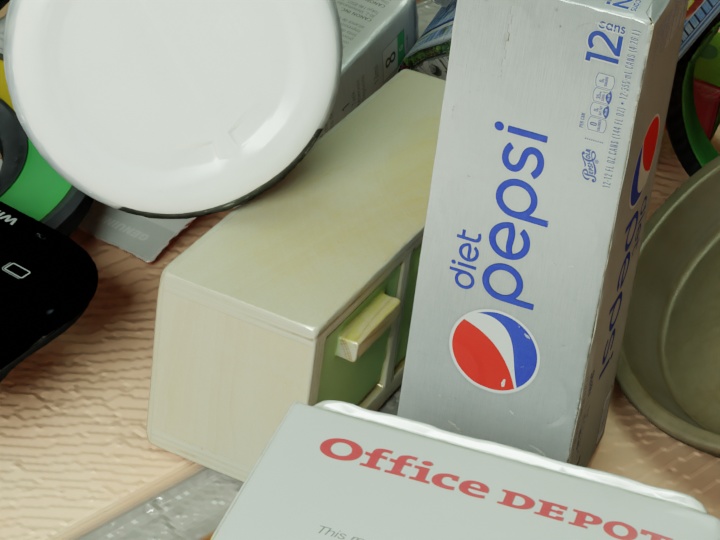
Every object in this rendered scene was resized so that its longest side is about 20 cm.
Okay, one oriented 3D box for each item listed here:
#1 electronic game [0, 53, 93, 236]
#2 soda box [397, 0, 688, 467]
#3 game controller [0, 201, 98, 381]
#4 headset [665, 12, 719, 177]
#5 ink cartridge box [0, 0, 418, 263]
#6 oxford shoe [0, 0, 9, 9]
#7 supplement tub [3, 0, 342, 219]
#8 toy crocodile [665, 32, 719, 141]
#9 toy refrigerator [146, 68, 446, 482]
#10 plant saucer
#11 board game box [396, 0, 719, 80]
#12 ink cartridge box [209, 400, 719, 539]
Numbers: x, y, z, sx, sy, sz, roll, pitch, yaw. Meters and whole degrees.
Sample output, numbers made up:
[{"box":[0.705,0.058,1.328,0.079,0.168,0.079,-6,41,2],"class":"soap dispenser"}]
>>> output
[{"box":[-0.205,-0.043,0.917,0.199,0.042,0.200,3,34,-2],"class":"electronic game"},{"box":[0.062,-0.017,0.796,0.068,0.200,0.063,16,33,15],"class":"soda box"},{"box":[-0.194,-0.015,0.825,0.200,0.042,0.104,27,47,21],"class":"game controller"},{"box":[0.222,-0.047,0.970,0.200,0.124,0.094,30,33,-3],"class":"headset"},{"box":[-0.092,-0.080,1.028,0.161,0.050,0.200,24,54,25],"class":"ink cartridge box"},{"box":[-0.169,-0.158,0.999,0.071,0.200,0.071,37,71,-2],"class":"oxford shoe"},{"box":[-0.074,-0.101,0.891,0.122,0.123,0.200,4,16,-7],"class":"supplement tub"},{"box":[0.163,-0.086,1.061,0.200,0.068,0.062,16,51,17],"class":"toy crocodile"},{"box":[0.000,0.000,0.875,0.070,0.076,0.200,21,33,19],"class":"toy refrigerator"},{"box":[0.191,0.004,0.877,0.200,0.029,0.200,-19,37,15],"class":"plant saucer"},{"box":[0.097,-0.131,0.995,0.200,0.062,0.200,-11,37,52],"class":"board game box"},{"box":[0.014,0.136,0.650,0.145,0.084,0.200,15,32,11],"class":"ink cartridge box"}]
